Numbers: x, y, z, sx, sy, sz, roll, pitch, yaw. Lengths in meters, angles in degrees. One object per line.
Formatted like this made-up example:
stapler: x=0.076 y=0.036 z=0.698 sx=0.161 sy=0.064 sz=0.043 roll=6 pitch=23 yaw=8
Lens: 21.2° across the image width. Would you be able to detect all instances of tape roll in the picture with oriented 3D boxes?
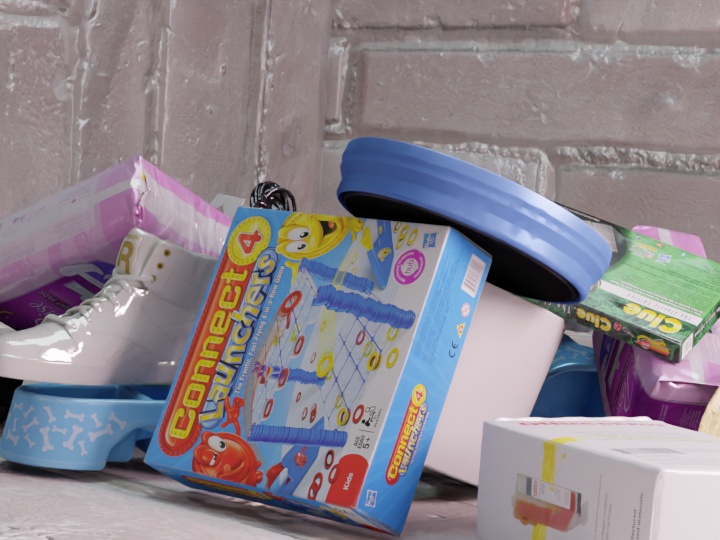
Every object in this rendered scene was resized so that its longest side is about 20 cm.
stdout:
tape roll: x=0.037 y=0.064 z=1.434 sx=0.202 sy=0.139 sz=0.203 roll=24 pitch=-2 yaw=1

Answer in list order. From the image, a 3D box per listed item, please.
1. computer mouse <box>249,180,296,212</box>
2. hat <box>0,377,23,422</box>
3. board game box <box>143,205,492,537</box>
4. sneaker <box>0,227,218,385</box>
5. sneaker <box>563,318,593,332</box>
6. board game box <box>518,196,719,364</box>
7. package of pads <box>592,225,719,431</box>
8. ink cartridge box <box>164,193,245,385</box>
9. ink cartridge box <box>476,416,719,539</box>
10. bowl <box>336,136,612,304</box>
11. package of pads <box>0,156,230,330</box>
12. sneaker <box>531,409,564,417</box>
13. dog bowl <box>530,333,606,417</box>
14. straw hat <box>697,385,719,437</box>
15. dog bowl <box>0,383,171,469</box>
computer mouse: x=0.000 y=0.000 z=1.591 sx=0.199 sy=0.053 sz=0.139 roll=8 pitch=45 yaw=-16
hat: x=-0.343 y=0.084 z=1.593 sx=0.200 sy=0.081 sz=0.201 roll=23 pitch=2 yaw=-1
board game box: x=-0.030 y=0.062 z=1.303 sx=0.195 sy=0.201 sz=0.056 roll=6 pitch=-19 yaw=40
sneaker: x=-0.189 y=0.025 z=1.413 sx=0.200 sy=0.116 sz=0.074 roll=-1 pitch=7 yaw=-42
sneaker: x=0.120 y=-0.006 z=1.562 sx=0.200 sy=0.077 sz=0.080 roll=27 pitch=-14 yaw=-34
board game box: x=0.173 y=0.000 z=1.430 sx=0.200 sy=0.024 sz=0.105 roll=23 pitch=41 yaw=29
package of pads: x=0.229 y=0.071 z=1.459 sx=0.075 sy=0.121 sz=0.200 roll=6 pitch=36 yaw=-5
ink cartridge box: x=-0.142 y=0.035 z=1.635 sx=0.067 sy=0.200 sz=0.117 roll=36 pitch=-5 yaw=-16
ink cartridge box: x=0.181 y=0.145 z=1.173 sx=0.145 sy=0.084 sz=0.200 roll=3 pitch=4 yaw=-26
bowl: x=0.075 y=-0.031 z=1.328 sx=0.200 sy=0.039 sz=0.201 roll=24 pitch=-9 yaw=4
package of pads: x=-0.214 y=-0.012 z=1.548 sx=0.200 sy=0.076 sz=0.120 roll=-21 pitch=-39 yaw=29
sneaker: x=0.098 y=0.111 z=1.677 sx=0.129 sy=0.080 sz=0.199 roll=12 pitch=7 yaw=-40
dog bowl: x=0.203 y=0.114 z=1.585 sx=0.199 sy=0.112 sz=0.050 roll=3 pitch=17 yaw=-19
straw hat: x=0.328 y=0.145 z=1.298 sx=0.200 sy=0.201 sz=0.085 roll=5 pitch=-38 yaw=12
dog bowl: x=-0.168 y=0.115 z=1.428 sx=0.199 sy=0.050 sz=0.111 roll=3 pitch=3 yaw=-22
